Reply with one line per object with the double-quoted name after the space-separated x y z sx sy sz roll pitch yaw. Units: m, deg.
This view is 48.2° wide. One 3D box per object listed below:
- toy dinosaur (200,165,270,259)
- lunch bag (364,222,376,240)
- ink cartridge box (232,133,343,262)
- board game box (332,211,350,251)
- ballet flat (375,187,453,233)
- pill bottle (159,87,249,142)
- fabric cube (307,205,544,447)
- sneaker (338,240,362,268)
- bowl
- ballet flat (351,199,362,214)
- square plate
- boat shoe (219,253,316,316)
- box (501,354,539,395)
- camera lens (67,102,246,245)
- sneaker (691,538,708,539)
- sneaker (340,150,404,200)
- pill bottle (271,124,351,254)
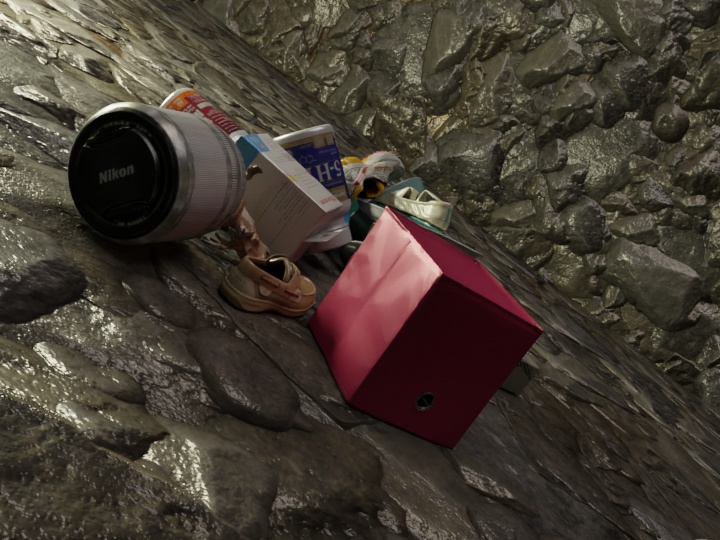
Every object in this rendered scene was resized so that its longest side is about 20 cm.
-0.216 -0.084 1.146 0.197 0.137 0.086 14 -26 3 "toy dinosaur"
0.104 0.022 1.476 0.163 0.119 0.200 20 16 -43 "lunch bag"
-0.130 -0.101 1.269 0.200 0.126 0.129 43 15 2 "ink cartridge box"
-0.087 -0.151 1.530 0.151 0.045 0.202 32 38 -22 "board game box"
0.105 -0.123 1.514 0.067 0.063 0.199 20 5 -41 "ballet flat"
-0.256 -0.217 1.400 0.199 0.110 0.109 39 14 11 "pill bottle"
0.081 0.075 1.071 0.195 0.200 0.200 28 15 -32 "fabric cube"
0.000 0.000 1.392 0.098 0.071 0.200 20 21 -46 "sneaker"
0.069 -0.095 1.681 0.106 0.200 0.200 58 18 10 "bowl"
-0.065 -0.124 1.648 0.067 0.069 0.199 16 20 22 "ballet flat"
0.103 -0.073 1.504 0.198 0.029 0.198 23 3 -24 "square plate"
-0.108 0.016 1.085 0.071 0.065 0.199 40 14 19 "boat shoe"
0.224 0.150 1.448 0.198 0.069 0.082 25 18 -37 "box"
-0.244 -0.116 0.986 0.159 0.161 0.200 38 14 9 "camera lens"
0.474 0.418 1.159 0.087 0.076 0.200 39 13 14 "sneaker"
0.022 -0.174 1.563 0.082 0.078 0.199 48 39 19 "sneaker"
-0.080 -0.138 1.381 0.120 0.118 0.203 -51 127 -76 "pill bottle"
